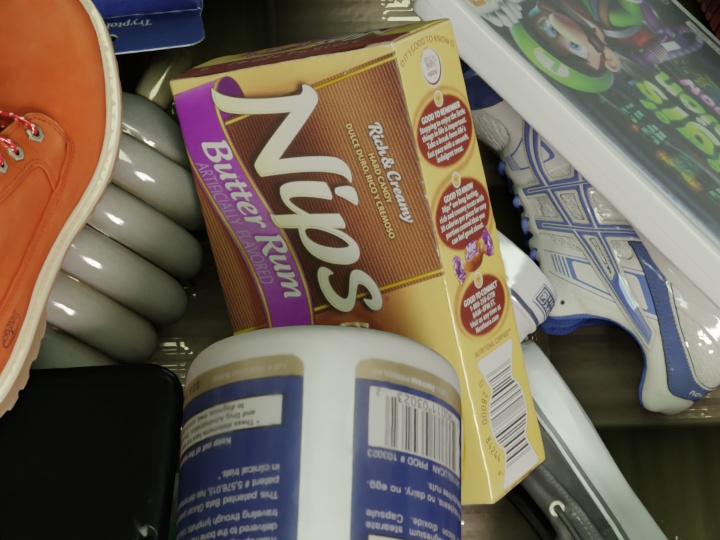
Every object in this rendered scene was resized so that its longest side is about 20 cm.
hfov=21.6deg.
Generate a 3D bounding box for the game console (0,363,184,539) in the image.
[{"bbox_3d":[-0.159,0.149,0.765,0.116,0.176,0.200,14,57,-16],"label":"game console"}]

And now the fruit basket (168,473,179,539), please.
[{"bbox_3d":[-0.066,0.184,0.803,0.200,0.094,0.185,19,71,-1],"label":"fruit basket"}]

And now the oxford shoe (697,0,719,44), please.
[{"bbox_3d":[0.203,-0.161,0.952,0.200,0.070,0.075,49,56,4],"label":"oxford shoe"}]

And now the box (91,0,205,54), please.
[{"bbox_3d":[-0.139,-0.157,0.887,0.121,0.032,0.200,-6,36,-6],"label":"box"}]

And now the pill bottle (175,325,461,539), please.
[{"bbox_3d":[-0.017,0.131,0.715,0.111,0.111,0.200,3,66,-3],"label":"pill bottle"}]

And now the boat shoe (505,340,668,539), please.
[{"bbox_3d":[0.099,0.126,0.847,0.066,0.070,0.200,-29,75,-6],"label":"boat shoe"}]

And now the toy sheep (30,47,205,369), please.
[{"bbox_3d":[-0.134,-0.017,0.847,0.138,0.138,0.200,30,88,6],"label":"toy sheep"}]

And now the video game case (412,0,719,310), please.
[{"bbox_3d":[0.140,-0.078,0.884,0.200,0.023,0.182,46,34,11],"label":"video game case"}]

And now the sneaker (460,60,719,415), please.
[{"bbox_3d":[0.101,-0.018,0.890,0.088,0.075,0.200,-47,72,6],"label":"sneaker"}]

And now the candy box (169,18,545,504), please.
[{"bbox_3d":[0.000,0.000,0.815,0.117,0.056,0.200,-5,106,33],"label":"candy box"}]

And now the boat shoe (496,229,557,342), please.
[{"bbox_3d":[-0.003,-0.024,0.879,0.200,0.074,0.065,37,78,25],"label":"boat shoe"}]

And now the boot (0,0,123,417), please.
[{"bbox_3d":[-0.147,-0.042,0.738,0.075,0.107,0.200,8,68,8],"label":"boot"}]
